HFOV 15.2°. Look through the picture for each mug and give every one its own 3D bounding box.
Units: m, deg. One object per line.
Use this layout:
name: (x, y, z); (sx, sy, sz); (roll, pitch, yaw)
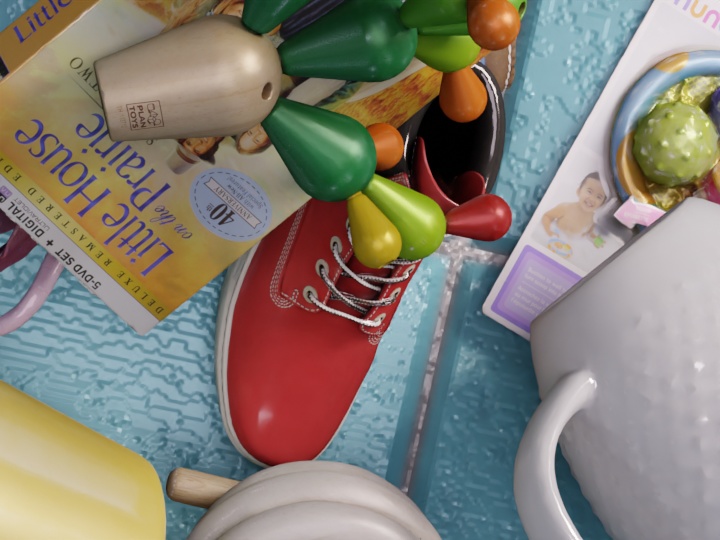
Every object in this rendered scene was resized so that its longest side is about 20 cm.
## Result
mug: (0.144, 0.076, 1.129); (0.200, 0.148, 0.175); (-36, 87, -39)

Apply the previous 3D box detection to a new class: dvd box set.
dvd box set: (-0.054, -0.079, 1.056); (0.200, 0.029, 0.146); (-39, 133, 5)

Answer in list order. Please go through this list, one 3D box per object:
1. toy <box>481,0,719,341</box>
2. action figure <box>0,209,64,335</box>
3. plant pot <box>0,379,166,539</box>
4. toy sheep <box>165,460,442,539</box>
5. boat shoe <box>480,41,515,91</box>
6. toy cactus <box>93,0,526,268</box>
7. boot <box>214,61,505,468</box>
toy: (0.154, -0.038, 1.227); (0.115, 0.047, 0.200); (31, 89, -10)
action figure: (-0.097, -0.065, 1.163); (0.200, 0.134, 0.149); (-31, 133, -29)
plant pot: (-0.193, 0.115, 1.126); (0.188, 0.201, 0.201); (18, 91, -25)
toy sheep: (-0.023, 0.145, 1.140); (0.137, 0.200, 0.138); (-2, 115, -4)
boat shoe: (0.065, -0.173, 1.195); (0.072, 0.072, 0.201); (-2, 97, -16)
toy cactus: (-0.014, -0.073, 1.009); (0.165, 0.102, 0.200); (-13, 138, -5)
boot: (0.000, 0.000, 1.156); (0.072, 0.144, 0.201); (16, 95, -20)
